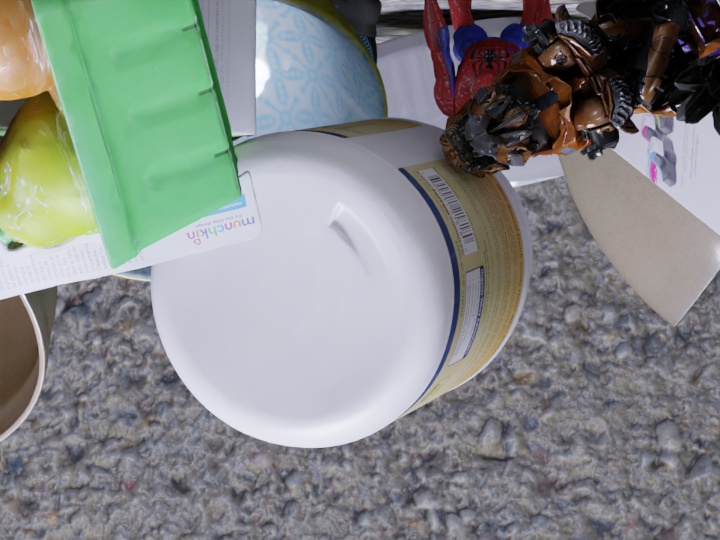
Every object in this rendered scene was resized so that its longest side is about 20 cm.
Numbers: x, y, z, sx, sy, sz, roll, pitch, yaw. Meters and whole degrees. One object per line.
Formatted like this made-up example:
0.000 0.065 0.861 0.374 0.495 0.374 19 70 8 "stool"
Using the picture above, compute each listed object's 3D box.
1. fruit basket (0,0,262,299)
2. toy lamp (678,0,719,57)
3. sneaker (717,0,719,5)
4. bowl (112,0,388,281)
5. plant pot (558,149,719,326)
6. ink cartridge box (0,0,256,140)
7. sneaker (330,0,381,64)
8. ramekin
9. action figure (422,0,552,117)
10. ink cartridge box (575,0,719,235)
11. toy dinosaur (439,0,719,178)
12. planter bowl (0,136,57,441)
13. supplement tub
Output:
-0.154 -0.070 0.925 0.200 0.186 0.094 -10 -147 5 "fruit basket"
0.244 -0.132 1.146 0.200 0.058 0.058 2 -179 -2 "toy lamp"
0.228 -0.119 0.958 0.200 0.079 0.079 -1 176 -18 "sneaker"
-0.094 -0.100 1.201 0.200 0.200 0.108 1 -138 -18 "bowl"
0.195 -0.087 1.368 0.134 0.200 0.200 37 -175 6 "plant pot"
-0.147 -0.112 1.000 0.200 0.104 0.059 0 180 -19 "ink cartridge box"
-0.088 -0.126 1.332 0.200 0.082 0.073 2 -177 17 "sneaker"
0.068 -0.105 1.523 0.202 0.094 0.202 -11 175 -1 "ramekin"
0.067 -0.138 1.181 0.065 0.099 0.200 -2 -157 5 "action figure"
0.202 -0.086 1.191 0.115 0.068 0.200 -9 -152 -19 "ink cartridge box"
0.130 -0.109 1.065 0.102 0.200 0.136 42 161 -5 "toy dinosaur"
-0.234 -0.021 1.094 0.200 0.200 0.135 1 -136 10 "planter bowl"
0.000 0.000 1.095 0.144 0.145 0.200 1 -174 19 "supplement tub"
